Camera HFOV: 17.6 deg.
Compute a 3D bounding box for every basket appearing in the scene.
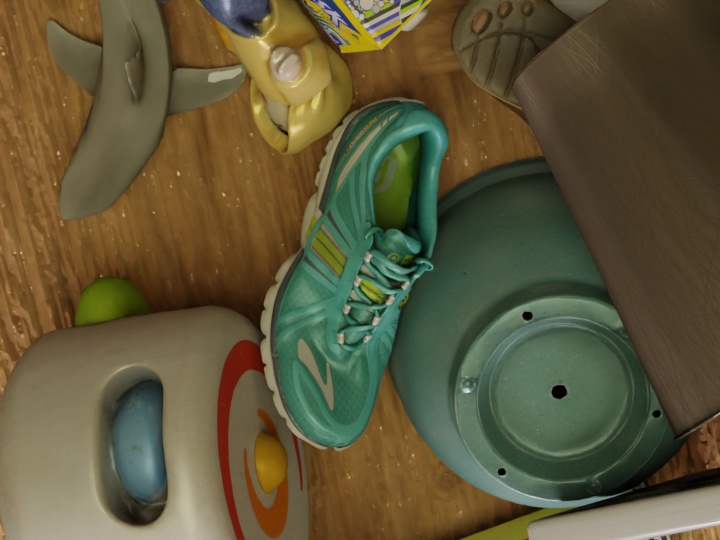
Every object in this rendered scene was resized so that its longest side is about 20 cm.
[{"bbox_3d":[0.179,-0.045,1.192,0.180,0.136,0.201,-36,84,23],"label":"basket"}]

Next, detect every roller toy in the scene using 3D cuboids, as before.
[{"bbox_3d":[-0.106,0.117,1.299,0.139,0.183,0.201,-9,117,16],"label":"roller toy"}]

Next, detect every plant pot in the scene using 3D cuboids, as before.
[{"bbox_3d":[0.110,0.051,1.308,0.199,0.134,0.202,0,108,1],"label":"plant pot"}]

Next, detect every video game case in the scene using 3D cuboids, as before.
[{"bbox_3d":[0.218,0.115,1.245,0.199,0.182,0.023,-16,85,39],"label":"video game case"}]

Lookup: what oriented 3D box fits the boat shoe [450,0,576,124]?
[{"bbox_3d":[0.137,-0.089,1.297,0.200,0.068,0.072,36,94,-5],"label":"boat shoe"}]

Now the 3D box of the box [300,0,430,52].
[{"bbox_3d":[0.048,-0.207,1.225,0.200,0.064,0.070,-46,109,-13],"label":"box"}]

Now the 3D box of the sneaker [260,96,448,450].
[{"bbox_3d":[0.000,0.000,1.286,0.077,0.080,0.201,15,84,-27],"label":"sneaker"}]

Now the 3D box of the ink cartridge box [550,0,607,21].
[{"bbox_3d":[0.180,-0.206,1.262,0.200,0.067,0.116,-37,103,12],"label":"ink cartridge box"}]

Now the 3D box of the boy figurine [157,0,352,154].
[{"bbox_3d":[-0.063,-0.133,1.257,0.064,0.200,0.124,-42,58,-2],"label":"boy figurine"}]

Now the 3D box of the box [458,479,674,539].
[{"bbox_3d":[0.092,0.192,1.387,0.199,0.050,0.076,-20,124,7],"label":"box"}]

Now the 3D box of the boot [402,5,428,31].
[{"bbox_3d":[-0.020,-0.224,1.257,0.200,0.073,0.090,41,110,-10],"label":"boot"}]

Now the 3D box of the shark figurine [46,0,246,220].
[{"bbox_3d":[-0.141,-0.137,1.283,0.127,0.090,0.216,-16,108,5],"label":"shark figurine"}]
